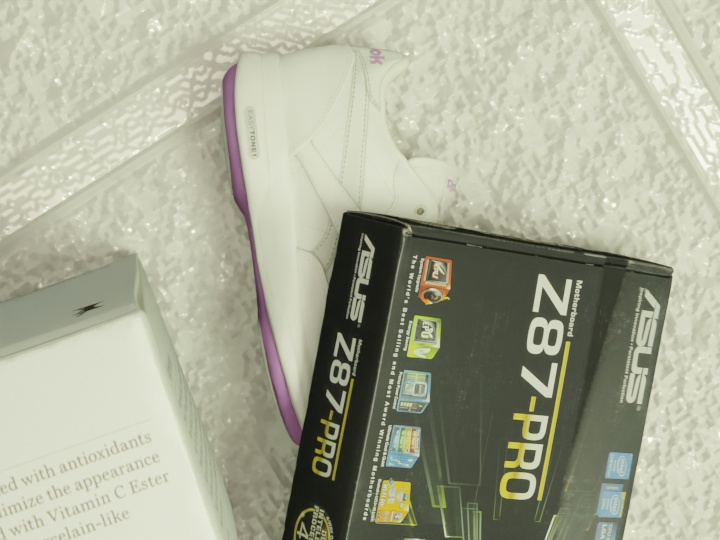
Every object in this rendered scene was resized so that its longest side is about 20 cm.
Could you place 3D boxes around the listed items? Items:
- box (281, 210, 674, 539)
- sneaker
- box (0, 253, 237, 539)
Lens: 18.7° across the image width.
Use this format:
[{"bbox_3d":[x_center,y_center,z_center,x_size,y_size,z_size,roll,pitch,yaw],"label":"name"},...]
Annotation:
[{"bbox_3d":[0.046,0.084,0.926,0.160,0.049,0.202,9,94,-41],"label":"box"},{"bbox_3d":[0.000,0.000,0.937,0.099,0.075,0.202,-10,95,-3],"label":"sneaker"},{"bbox_3d":[-0.158,0.092,0.868,0.198,0.200,0.132,-19,98,-3],"label":"box"}]
